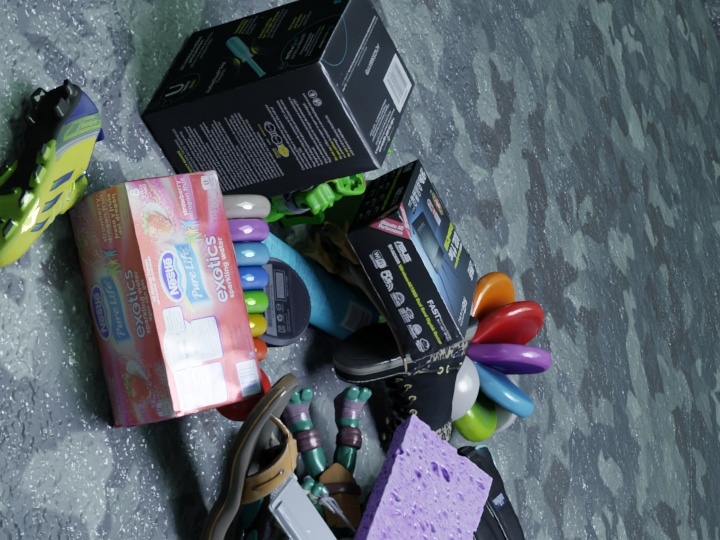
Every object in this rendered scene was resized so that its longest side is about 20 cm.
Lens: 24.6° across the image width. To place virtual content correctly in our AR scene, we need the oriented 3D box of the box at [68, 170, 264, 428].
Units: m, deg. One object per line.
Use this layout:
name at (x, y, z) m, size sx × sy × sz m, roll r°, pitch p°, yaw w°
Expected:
box at (-0.167, 0.025, 1.410) m, size 0.102 × 0.094 × 0.201 m, roll -12°, pitch 88°, yaw -43°

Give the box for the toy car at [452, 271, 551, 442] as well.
toy car at (0.151, 0.097, 1.936) m, size 0.175 × 0.149 × 0.201 m, roll 26°, pitch 56°, yaw -56°

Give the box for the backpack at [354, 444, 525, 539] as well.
backpack at (0.099, 0.308, 1.736) m, size 0.201 × 0.153 × 0.176 m, roll 59°, pitch 28°, yaw 4°

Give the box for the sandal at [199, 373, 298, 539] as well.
sandal at (-0.088, 0.177, 1.443) m, size 0.201 × 0.054 × 0.082 m, roll -68°, pitch 171°, yaw 19°

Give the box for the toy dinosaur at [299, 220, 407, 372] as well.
toy dinosaur at (0.000, 0.000, 1.695) m, size 0.106 × 0.060 × 0.200 m, roll 36°, pitch 17°, yaw -42°

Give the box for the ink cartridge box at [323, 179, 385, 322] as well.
ink cartridge box at (0.020, 0.001, 1.830) m, size 0.104 × 0.059 × 0.201 m, roll -9°, pitch 86°, yaw -62°

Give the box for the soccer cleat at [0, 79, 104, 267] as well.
soccer cleat at (-0.254, -0.070, 1.349) m, size 0.084 × 0.064 × 0.201 m, roll 57°, pitch 33°, yaw -37°

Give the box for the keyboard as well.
keyboard at (-0.015, 0.276, 1.463) m, size 0.200 × 0.011 × 0.056 m, roll 57°, pitch 23°, yaw -8°

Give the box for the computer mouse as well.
computer mouse at (-0.130, 0.022, 1.561) m, size 0.199 × 0.053 × 0.139 m, roll 16°, pitch 66°, yaw -46°

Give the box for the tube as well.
tube at (-0.056, 0.021, 1.701) m, size 0.200 × 0.050 × 0.078 m, roll 33°, pitch 50°, yaw -47°

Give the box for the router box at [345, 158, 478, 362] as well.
router box at (0.058, -0.015, 1.717) m, size 0.150 × 0.062 × 0.200 m, roll 62°, pitch 17°, yaw -14°

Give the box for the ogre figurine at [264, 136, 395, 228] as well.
ogre figurine at (-0.047, -0.096, 1.686) m, size 0.098 × 0.119 × 0.201 m, roll 52°, pitch 35°, yaw -31°

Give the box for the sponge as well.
sponge at (0.059, 0.239, 1.582) m, size 0.111 × 0.030 × 0.200 m, roll 41°, pitch 37°, yaw -12°

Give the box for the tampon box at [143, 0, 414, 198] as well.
tampon box at (-0.075, -0.163, 1.576) m, size 0.127 × 0.199 × 0.150 m, roll 59°, pitch 34°, yaw -30°

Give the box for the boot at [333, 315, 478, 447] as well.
boot at (0.044, 0.132, 1.768) m, size 0.203 × 0.073 × 0.155 m, roll -17°, pitch 124°, yaw -46°

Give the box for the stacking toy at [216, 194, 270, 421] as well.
stacking toy at (-0.117, 0.035, 1.482) m, size 0.085 × 0.085 × 0.201 m, roll 0°, pitch 85°, yaw -62°

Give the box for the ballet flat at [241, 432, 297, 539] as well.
ballet flat at (-0.079, 0.239, 1.516) m, size 0.072 × 0.072 × 0.201 m, roll 48°, pitch 34°, yaw -43°

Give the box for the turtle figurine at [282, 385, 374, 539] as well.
turtle figurine at (-0.019, 0.216, 1.619) m, size 0.149 × 0.100 × 0.201 m, roll 9°, pitch 60°, yaw -46°
